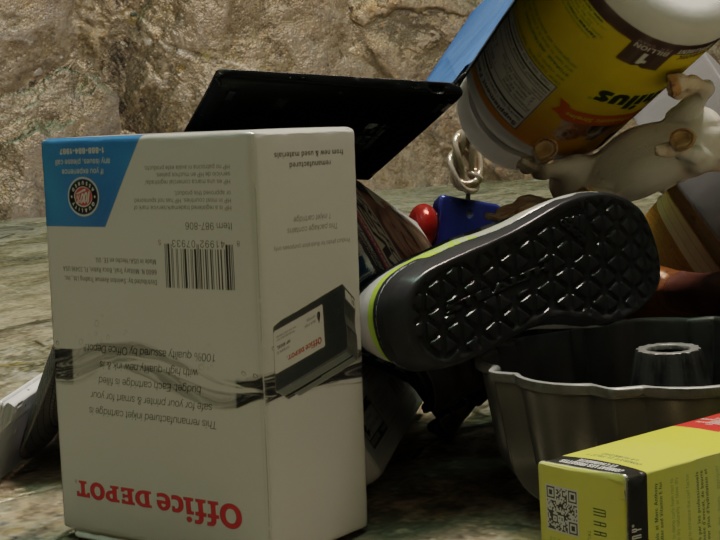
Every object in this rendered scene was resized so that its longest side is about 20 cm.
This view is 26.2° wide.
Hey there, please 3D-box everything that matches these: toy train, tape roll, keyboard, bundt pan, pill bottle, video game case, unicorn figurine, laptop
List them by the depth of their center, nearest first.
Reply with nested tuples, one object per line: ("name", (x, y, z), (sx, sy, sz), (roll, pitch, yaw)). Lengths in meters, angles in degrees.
("bundt pan", (0.159, 0.076, 0.791), (0.200, 0.077, 0.202), (-4, 6, 0))
("laptop", (0.001, -0.128, 0.875), (0.198, 0.117, 0.187), (2, -11, -14))
("unicorn figurine", (0.178, -0.064, 0.916), (0.198, 0.075, 0.137), (-7, -11, 18))
("pill bottle", (0.133, -0.138, 0.922), (0.108, 0.110, 0.200), (-7, -20, -26))
("video game case", (-0.031, 0.027, 0.928), (0.023, 0.183, 0.200), (-33, 1, 12))
("keyboard", (-0.200, 0.088, 0.969), (0.011, 0.057, 0.200), (22, 9, 2))
("tape roll", (0.275, -0.054, 1.067), (0.066, 0.201, 0.200), (-38, -4, 17))
("toy train", (0.064, -0.029, 1.195), (0.084, 0.202, 0.116), (9, -5, -19))

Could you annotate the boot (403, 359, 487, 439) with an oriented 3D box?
("boot", (0.096, 0.057, 0.954), (0.131, 0.070, 0.200), (-37, -35, 3))

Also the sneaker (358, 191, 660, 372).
("sneaker", (0.070, 0.003, 0.822), (0.199, 0.072, 0.083), (-12, 4, -33))

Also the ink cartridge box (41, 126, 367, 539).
("ink cartridge box", (-0.077, 0.032, 0.768), (0.144, 0.202, 0.084), (2, 7, 37))

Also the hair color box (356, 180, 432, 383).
("hair color box", (0.000, 0.000, 0.912), (0.060, 0.100, 0.200), (-36, -23, 11))

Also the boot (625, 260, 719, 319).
("boot", (0.195, 0.003, 0.976), (0.199, 0.069, 0.188), (22, -6, 35))

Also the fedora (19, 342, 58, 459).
("fedora", (-0.126, 0.039, 0.954), (0.090, 0.201, 0.177), (22, 2, 2))

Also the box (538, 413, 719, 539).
("box", (0.163, 0.097, 0.642), (0.199, 0.076, 0.050), (-10, 9, -35))

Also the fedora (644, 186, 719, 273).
("fedora", (0.246, 0.004, 1.131), (0.082, 0.201, 0.201), (-39, -3, 17))
